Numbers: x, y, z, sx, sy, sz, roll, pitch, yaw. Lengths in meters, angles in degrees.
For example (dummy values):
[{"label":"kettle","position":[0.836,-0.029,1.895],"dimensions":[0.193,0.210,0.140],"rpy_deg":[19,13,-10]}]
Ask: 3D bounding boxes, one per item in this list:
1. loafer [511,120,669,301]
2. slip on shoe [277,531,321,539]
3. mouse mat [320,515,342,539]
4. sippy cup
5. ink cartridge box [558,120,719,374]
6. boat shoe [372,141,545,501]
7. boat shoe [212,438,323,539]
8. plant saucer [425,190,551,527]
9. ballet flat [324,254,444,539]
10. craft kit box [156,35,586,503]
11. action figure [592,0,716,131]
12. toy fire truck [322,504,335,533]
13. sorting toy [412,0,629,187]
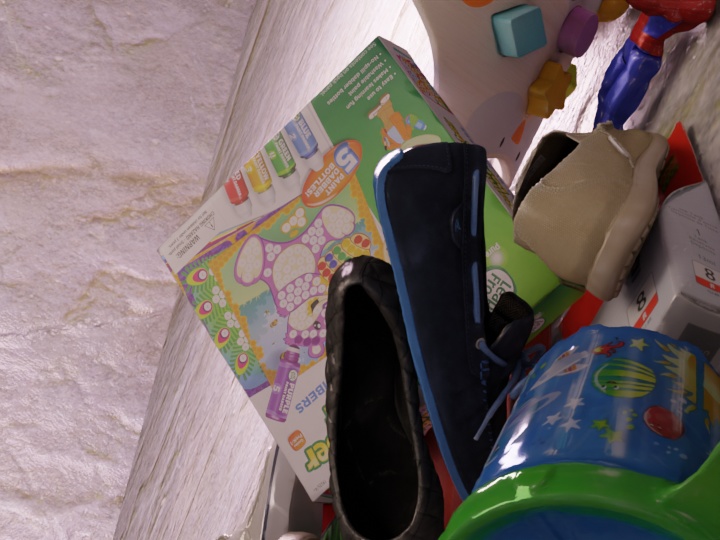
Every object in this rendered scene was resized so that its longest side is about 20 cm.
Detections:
[{"label":"loafer","position":[0.119,-0.045,0.876],"dimensions":[0.076,0.068,0.200],"rpy_deg":[-63,-1,15]},{"label":"slip on shoe","position":[-0.042,0.238,0.942],"dimensions":[0.201,0.060,0.076],"rpy_deg":[-66,-33,-45]},{"label":"mouse mat","position":[-0.022,0.236,0.997],"dimensions":[0.161,0.007,0.201],"rpy_deg":[120,161,-54]},{"label":"sippy cup","position":[0.110,0.098,0.721],"dimensions":[0.140,0.177,0.131],"rpy_deg":[65,-150,-33]},{"label":"ink cartridge box","position":[0.136,0.023,0.888],"dimensions":[0.201,0.050,0.163],"rpy_deg":[-94,26,-55]},{"label":"boat shoe","position":[0.060,0.032,0.853],"dimensions":[0.084,0.068,0.201],"rpy_deg":[-95,-10,-65]},{"label":"boat shoe","position":[-0.071,0.193,1.045],"dimensions":[0.071,0.069,0.202],"rpy_deg":[43,-127,-70]},{"label":"plant saucer","position":[0.078,0.086,1.057],"dimensions":[0.200,0.036,0.201],"rpy_deg":[-83,12,-46]},{"label":"ballet flat","position":[0.005,0.092,0.908],"dimensions":[0.057,0.066,0.202],"rpy_deg":[-26,-71,-71]},{"label":"craft kit box","position":[0.000,0.000,0.982],"dimensions":[0.200,0.198,0.048],"rpy_deg":[-43,-23,16]},{"label":"action figure","position":[0.143,-0.132,0.991],"dimensions":[0.065,0.098,0.201],"rpy_deg":[-88,22,-53]},{"label":"toy fire truck","position":[-0.006,0.125,1.138],"dimensions":[0.141,0.048,0.201],"rpy_deg":[115,157,-50]},{"label":"sorting toy","position":[0.090,-0.122,1.074],"dimensions":[0.200,0.106,0.181],"rpy_deg":[24,-96,-67]}]
